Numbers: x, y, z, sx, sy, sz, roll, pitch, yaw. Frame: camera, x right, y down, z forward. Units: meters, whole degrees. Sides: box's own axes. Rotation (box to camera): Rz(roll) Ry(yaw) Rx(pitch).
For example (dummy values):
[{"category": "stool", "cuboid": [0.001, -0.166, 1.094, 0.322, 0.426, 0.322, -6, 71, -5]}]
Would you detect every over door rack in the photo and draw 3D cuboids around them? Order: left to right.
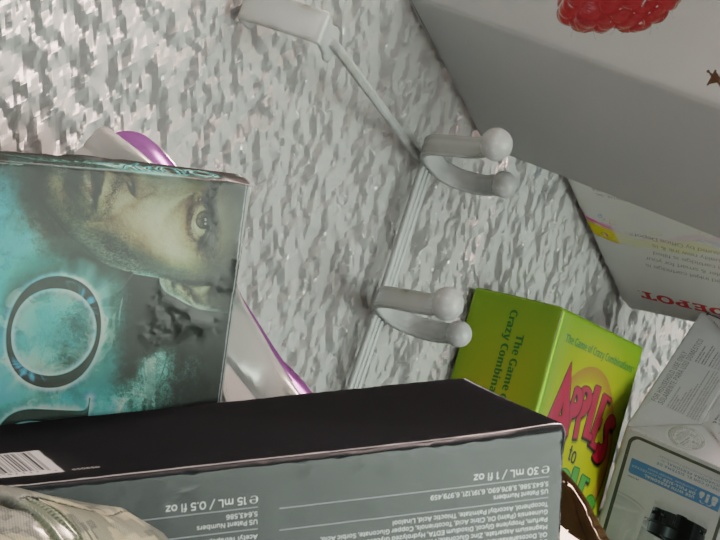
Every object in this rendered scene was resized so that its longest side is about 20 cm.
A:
[{"category": "over door rack", "cuboid": [0.000, 0.000, 1.068, 0.200, 0.066, 0.148, 36, 70, -60]}]

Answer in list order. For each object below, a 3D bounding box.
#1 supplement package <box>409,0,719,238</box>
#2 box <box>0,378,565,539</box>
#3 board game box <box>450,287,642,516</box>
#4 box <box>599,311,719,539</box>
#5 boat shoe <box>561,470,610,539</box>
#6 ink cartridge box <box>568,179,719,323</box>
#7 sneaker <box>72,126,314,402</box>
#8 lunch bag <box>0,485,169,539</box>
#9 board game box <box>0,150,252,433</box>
[{"category": "supplement package", "cuboid": [0.143, -0.097, 1.128, 0.121, 0.200, 0.120, -57, 147, -16]}, {"category": "box", "cuboid": [-0.042, 0.116, 0.843, 0.199, 0.079, 0.142, -4, 100, -23]}, {"category": "board game box", "cuboid": [0.065, 0.118, 1.253, 0.102, 0.047, 0.201, 24, 81, -61]}, {"category": "box", "cuboid": [0.152, 0.136, 1.343, 0.117, 0.060, 0.201, -50, 157, -50]}, {"category": "boat shoe", "cuboid": [0.076, 0.140, 1.156, 0.072, 0.200, 0.072, -26, 148, -45]}, {"category": "ink cartridge box", "cuboid": [0.186, -0.059, 1.312, 0.126, 0.128, 0.200, -64, 150, -22]}, {"category": "sneaker", "cuboid": [-0.067, 0.051, 0.935, 0.099, 0.075, 0.200, -36, 114, -12]}, {"category": "lunch bag", "cuboid": [-0.168, 0.107, 0.682, 0.168, 0.199, 0.140, 22, 80, -64]}, {"category": "board game box", "cuboid": [-0.112, 0.063, 0.859, 0.135, 0.028, 0.201, 4, 101, -25]}]
